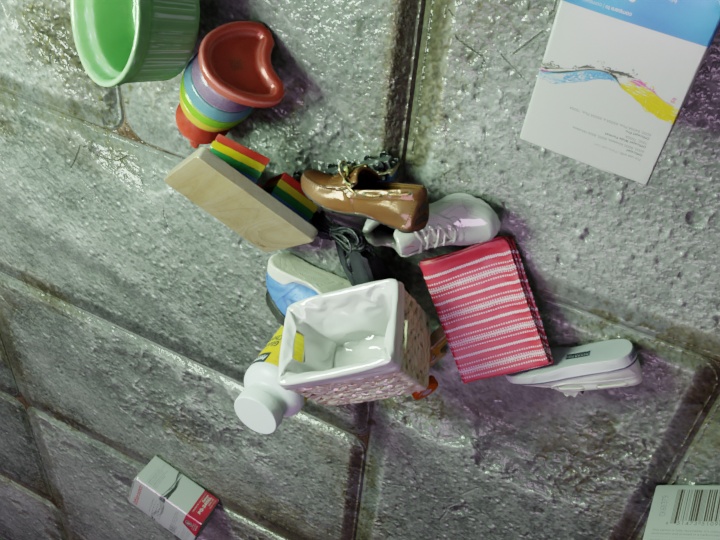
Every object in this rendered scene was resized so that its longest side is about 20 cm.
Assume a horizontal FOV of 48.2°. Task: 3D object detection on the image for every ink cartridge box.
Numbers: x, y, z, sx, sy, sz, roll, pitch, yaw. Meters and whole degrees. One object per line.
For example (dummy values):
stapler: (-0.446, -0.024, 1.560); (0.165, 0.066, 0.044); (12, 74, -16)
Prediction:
ink cartridge box: (0.269, -0.222, 0.811); (0.143, 0.147, 0.201); (23, 134, 15)
ink cartridge box: (-0.464, 0.569, 1.990); (0.199, 0.084, 0.146); (34, 137, 4)

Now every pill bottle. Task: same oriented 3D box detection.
pill bottle: (-0.127, 0.175, 1.358); (0.111, 0.200, 0.113); (17, 133, 19)

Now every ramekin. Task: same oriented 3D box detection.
ramekin: (-0.296, -0.344, 1.060); (0.199, 0.097, 0.203); (12, 106, 46)

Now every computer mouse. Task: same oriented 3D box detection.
computer mouse: (0.000, 0.000, 1.190); (0.200, 0.053, 0.138); (47, 168, -36)

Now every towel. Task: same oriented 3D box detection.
towel: (0.178, 0.058, 1.142); (0.143, 0.022, 0.202); (-16, 103, 26)

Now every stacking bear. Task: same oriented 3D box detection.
stacking bear: (-0.202, -0.243, 1.128); (0.200, 0.113, 0.123); (-33, 67, 57)

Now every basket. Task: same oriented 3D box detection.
basket: (-0.003, 0.113, 1.165); (0.198, 0.137, 0.123); (-15, 144, 31)

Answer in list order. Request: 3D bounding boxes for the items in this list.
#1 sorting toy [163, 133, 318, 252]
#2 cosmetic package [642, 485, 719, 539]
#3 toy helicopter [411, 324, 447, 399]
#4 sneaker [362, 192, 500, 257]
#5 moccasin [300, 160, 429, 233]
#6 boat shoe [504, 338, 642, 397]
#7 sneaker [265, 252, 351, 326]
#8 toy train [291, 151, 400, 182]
sorting toy: (-0.168, -0.117, 1.179); (0.198, 0.070, 0.200); (36, 162, -20)
cosmetic package: (0.531, 0.445, 1.183); (0.164, 0.165, 0.201); (-14, 117, 41)
toy helicopter: (0.097, 0.120, 1.235); (0.200, 0.132, 0.079); (-49, 60, 29)
sneaker: (0.092, -0.051, 1.101); (0.198, 0.100, 0.079); (2, 127, 32)
moccasin: (0.002, -0.110, 1.076); (0.200, 0.073, 0.079); (22, 120, 38)
boat shoe: (0.305, 0.148, 1.157); (0.198, 0.072, 0.066); (-16, 112, 31)
sneaker: (-0.073, 0.062, 1.316); (0.199, 0.077, 0.112); (27, 130, 17)
toy train: (-0.025, -0.132, 1.158); (0.198, 0.034, 0.046); (-7, 124, 37)
